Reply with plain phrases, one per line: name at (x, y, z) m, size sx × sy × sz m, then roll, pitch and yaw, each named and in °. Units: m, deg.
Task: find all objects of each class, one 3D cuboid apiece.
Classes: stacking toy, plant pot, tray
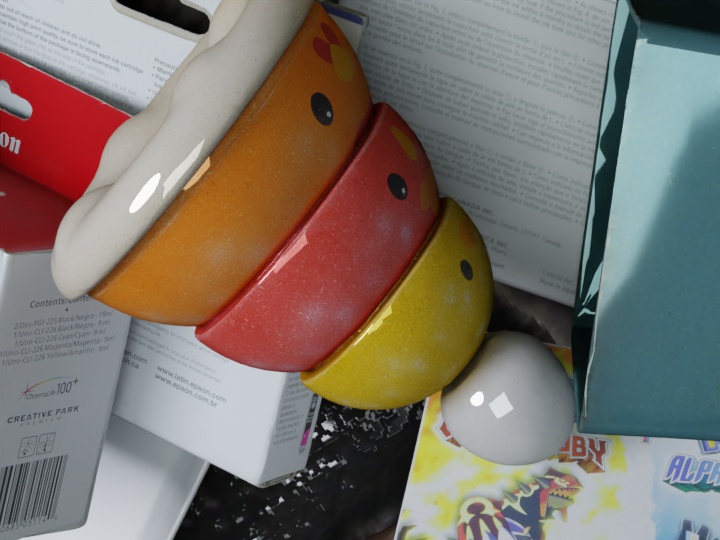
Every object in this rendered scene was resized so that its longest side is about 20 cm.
stacking toy at (0.000, 0.000, 0.831) m, size 0.200 × 0.146 × 0.146 m, roll 38°, pitch 107°, yaw -11°
plant pot at (0.184, -0.017, 0.809) m, size 0.199 × 0.141 × 0.142 m, roll 7°, pitch 104°, yaw 2°
tray at (-0.109, 0.070, 1.010) m, size 0.107 × 0.022 × 0.201 m, roll 35°, pitch 108°, yaw 23°

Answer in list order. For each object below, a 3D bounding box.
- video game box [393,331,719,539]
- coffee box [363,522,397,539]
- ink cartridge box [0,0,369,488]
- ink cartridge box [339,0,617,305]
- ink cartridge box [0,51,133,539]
video game box at (0.108, 0.125, 0.850) m, size 0.199 × 0.047 × 0.183 m, roll 10°, pitch 63°, yaw 9°
coffee box at (0.022, 0.162, 0.973) m, size 0.199 × 0.114 × 0.080 m, roll -29°, pitch 98°, yaw 16°
ink cartridge box at (-0.087, -0.039, 0.946) m, size 0.196 × 0.043 × 0.201 m, roll 24°, pitch 108°, yaw 28°
ink cartridge box at (0.073, -0.094, 0.919) m, size 0.162 × 0.057 × 0.201 m, roll 20°, pitch 108°, yaw 6°
ink cartridge box at (-0.191, -0.007, 0.942) m, size 0.199 × 0.084 × 0.177 m, roll 25°, pitch 109°, yaw 33°
